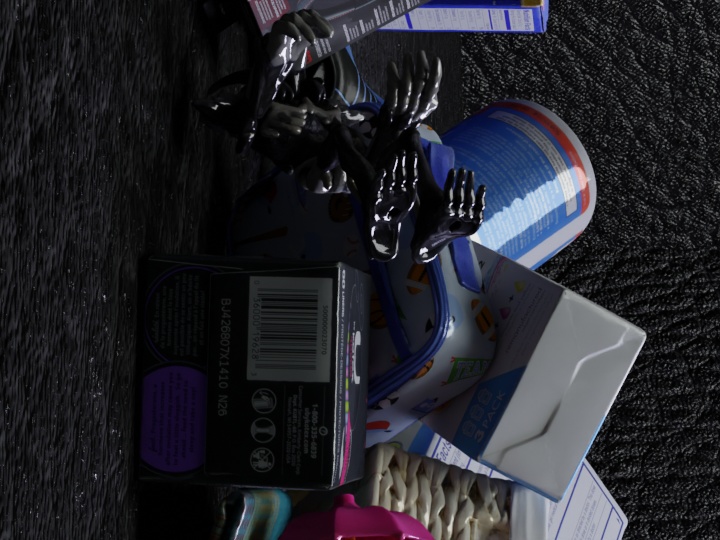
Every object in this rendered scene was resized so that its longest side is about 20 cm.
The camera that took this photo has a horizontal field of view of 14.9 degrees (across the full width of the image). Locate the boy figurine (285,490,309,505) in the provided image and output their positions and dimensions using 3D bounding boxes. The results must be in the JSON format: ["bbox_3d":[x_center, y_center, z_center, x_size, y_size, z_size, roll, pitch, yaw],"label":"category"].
[{"bbox_3d":[-0.008,0.187,1.936,0.064,0.124,0.201,120,-20,-58],"label":"boy figurine"}]

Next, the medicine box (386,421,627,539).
[{"bbox_3d":[0.077,0.173,1.900,0.200,0.103,0.182,54,35,-20],"label":"medicine box"}]

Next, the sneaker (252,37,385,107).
[{"bbox_3d":[-0.021,-0.106,1.856,0.201,0.070,0.078,61,27,-21],"label":"sneaker"}]

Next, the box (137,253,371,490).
[{"bbox_3d":[-0.053,0.056,1.511,0.200,0.105,0.123,18,75,-85],"label":"box"}]

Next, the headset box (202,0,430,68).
[{"bbox_3d":[-0.005,-0.200,1.631,0.075,0.199,0.149,61,-3,16],"label":"headset box"}]

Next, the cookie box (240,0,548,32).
[{"bbox_3d":[0.022,-0.243,1.754,0.075,0.199,0.172,52,40,-82],"label":"cookie box"}]

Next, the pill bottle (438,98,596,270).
[{"bbox_3d":[0.058,-0.027,1.826,0.200,0.112,0.113,-34,133,-42],"label":"pill bottle"}]

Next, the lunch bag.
[{"bbox_3d":[0.000,0.000,1.674,0.075,0.160,0.201,19,44,-44],"label":"lunch bag"}]

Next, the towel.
[{"bbox_3d":[-0.079,0.188,1.516,0.200,0.022,0.147,40,69,-82],"label":"towel"}]

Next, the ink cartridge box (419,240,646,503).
[{"bbox_3d":[0.084,0.054,1.694,0.116,0.068,0.200,-62,-157,1],"label":"ink cartridge box"}]

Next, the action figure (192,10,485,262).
[{"bbox_3d":[-0.010,-0.085,1.515,0.200,0.118,0.102,43,-63,44],"label":"action figure"}]

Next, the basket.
[{"bbox_3d":[0.007,0.205,1.664,0.200,0.123,0.136,-40,-147,46],"label":"basket"}]

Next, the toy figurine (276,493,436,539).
[{"bbox_3d":[-0.005,0.214,1.472,0.184,0.149,0.201,-71,151,-52],"label":"toy figurine"}]
